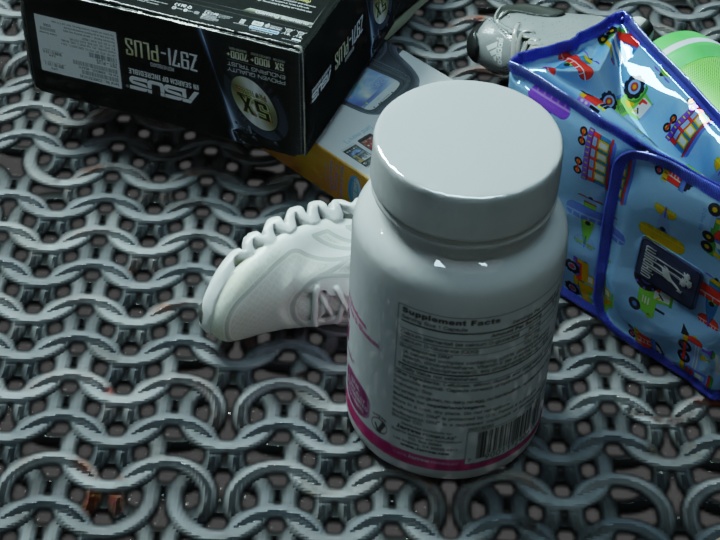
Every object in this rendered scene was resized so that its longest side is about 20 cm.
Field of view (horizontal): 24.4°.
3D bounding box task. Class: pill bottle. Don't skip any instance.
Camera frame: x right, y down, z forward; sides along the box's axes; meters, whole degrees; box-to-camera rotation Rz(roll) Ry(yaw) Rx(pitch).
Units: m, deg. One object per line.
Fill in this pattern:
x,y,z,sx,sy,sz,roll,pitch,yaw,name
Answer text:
0.050,0.006,0.886,0.113,0.200,0.114,2,43,-1,pill bottle

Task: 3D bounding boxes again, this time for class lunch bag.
0.175,-0.028,0.965,0.094,0.151,0.200,-25,50,-26,lunch bag

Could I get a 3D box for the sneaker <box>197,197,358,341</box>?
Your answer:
0.000,0.000,0.990,0.200,0.075,0.081,-22,60,-21,sneaker

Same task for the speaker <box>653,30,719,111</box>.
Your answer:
0.245,-0.068,1.059,0.088,0.089,0.200,-15,46,-18,speaker

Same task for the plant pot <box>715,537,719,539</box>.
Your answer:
0.151,0.208,0.706,0.173,0.200,0.200,-17,45,2,plant pot

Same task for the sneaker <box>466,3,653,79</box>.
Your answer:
0.114,-0.130,1.124,0.115,0.075,0.200,18,28,22,sneaker

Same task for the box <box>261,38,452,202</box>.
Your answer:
-0.004,-0.107,1.121,0.200,0.042,0.119,33,51,31,box

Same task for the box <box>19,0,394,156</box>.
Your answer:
-0.097,-0.175,1.100,0.199,0.086,0.164,15,45,15,box

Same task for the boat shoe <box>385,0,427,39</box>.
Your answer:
0.034,-0.243,1.248,0.072,0.068,0.200,19,44,19,boat shoe
